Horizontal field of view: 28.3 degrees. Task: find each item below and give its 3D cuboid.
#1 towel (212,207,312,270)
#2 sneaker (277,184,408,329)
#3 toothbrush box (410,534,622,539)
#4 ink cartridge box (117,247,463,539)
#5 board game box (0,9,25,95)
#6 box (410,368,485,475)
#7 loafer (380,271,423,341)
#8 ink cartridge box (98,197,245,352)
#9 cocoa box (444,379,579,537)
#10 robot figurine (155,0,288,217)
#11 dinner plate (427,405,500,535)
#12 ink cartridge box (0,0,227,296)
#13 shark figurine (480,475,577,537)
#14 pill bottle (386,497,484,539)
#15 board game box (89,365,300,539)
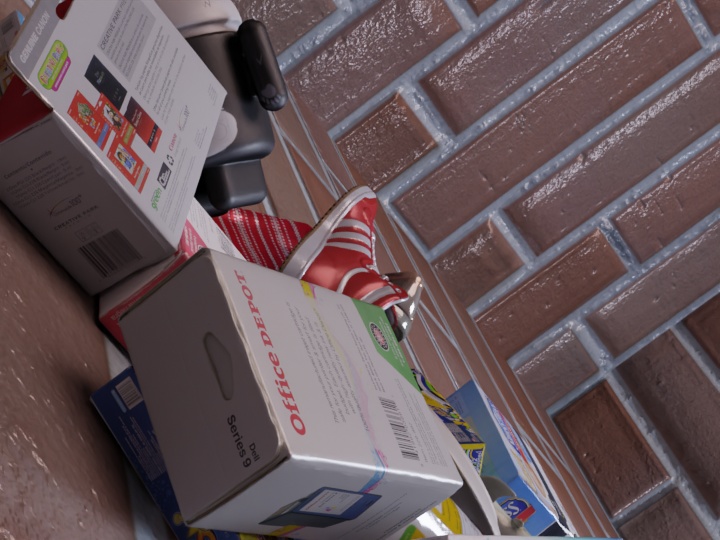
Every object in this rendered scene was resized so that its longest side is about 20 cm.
[{"bbox_3d":[-0.101,-0.013,1.290,0.198,0.023,0.145,14,35,-39],"label":"towel"},{"bbox_3d":[0.000,0.000,1.288,0.112,0.072,0.200,34,34,3],"label":"sneaker"},{"bbox_3d":[0.097,0.255,0.955,0.198,0.085,0.149,13,67,-44],"label":"toothbrush box"},{"bbox_3d":[-0.041,0.084,0.894,0.199,0.087,0.147,23,37,-56],"label":"ink cartridge box"},{"bbox_3d":[-0.232,-0.108,1.150,0.135,0.034,0.201,48,10,-42],"label":"board game box"},{"bbox_3d":[0.058,0.166,1.443,0.063,0.071,0.200,3,17,-18],"label":"box"},{"bbox_3d":[-0.006,0.039,1.433,0.072,0.063,0.199,47,-28,-23],"label":"loafer"},{"bbox_3d":[-0.102,0.052,1.064,0.200,0.084,0.146,50,9,-24],"label":"ink cartridge box"},{"bbox_3d":[0.124,0.238,1.497,0.132,0.133,0.200,50,8,-25],"label":"cocoa box"},{"bbox_3d":[-0.144,-0.148,1.245,0.125,0.148,0.203,164,-89,-82],"label":"robot figurine"},{"bbox_3d":[0.066,0.163,1.185,0.201,0.024,0.201,53,-13,17],"label":"dinner plate"},{"bbox_3d":[-0.192,-0.119,1.008,0.176,0.083,0.201,52,28,-29],"label":"ink cartridge box"},{"bbox_3d":[0.111,0.242,1.275,0.214,0.089,0.129,42,-20,33],"label":"shark figurine"},{"bbox_3d":[0.037,0.221,1.090,0.200,0.110,0.112,49,9,-40],"label":"pill bottle"},{"bbox_3d":[-0.084,0.151,0.909,0.201,0.034,0.135,57,7,8],"label":"board game box"}]
